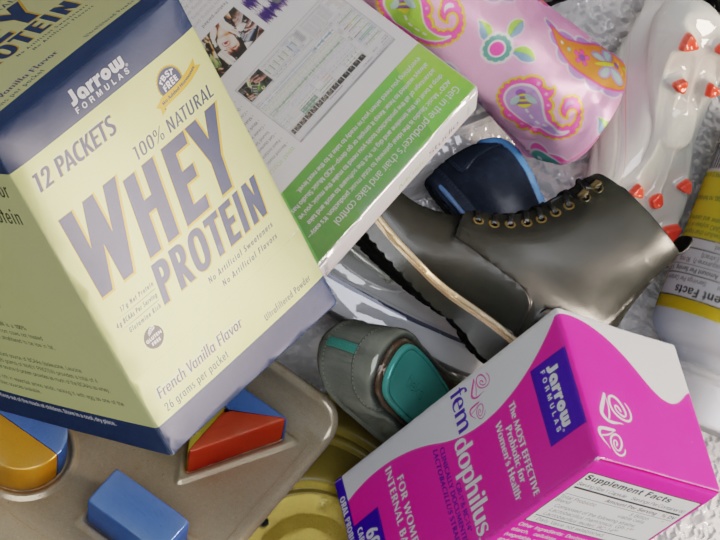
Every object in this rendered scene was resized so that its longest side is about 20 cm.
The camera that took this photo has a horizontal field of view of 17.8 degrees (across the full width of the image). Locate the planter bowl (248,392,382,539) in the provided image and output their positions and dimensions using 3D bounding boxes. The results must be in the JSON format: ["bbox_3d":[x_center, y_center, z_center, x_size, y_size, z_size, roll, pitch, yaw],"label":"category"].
[{"bbox_3d":[-0.038,0.174,1.399,0.200,0.083,0.201,0,90,-10],"label":"planter bowl"}]

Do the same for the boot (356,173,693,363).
[{"bbox_3d":[0.084,-0.030,1.353,0.200,0.077,0.138,43,88,-16],"label":"boot"}]

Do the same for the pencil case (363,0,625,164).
[{"bbox_3d":[0.066,-0.147,1.374,0.200,0.087,0.087,36,85,-21],"label":"pencil case"}]

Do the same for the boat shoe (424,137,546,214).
[{"bbox_3d":[0.101,0.018,1.431,0.069,0.084,0.200,-25,79,-9],"label":"boat shoe"}]

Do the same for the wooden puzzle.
[{"bbox_3d":[-0.140,0.100,1.340,0.185,0.046,0.200,34,64,13],"label":"wooden puzzle"}]

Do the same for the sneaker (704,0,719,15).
[{"bbox_3d":[0.254,-0.211,1.445,0.089,0.079,0.200,-4,91,-7],"label":"sneaker"}]

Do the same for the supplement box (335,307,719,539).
[{"bbox_3d":[0.091,0.123,1.303,0.103,0.200,0.101,19,44,-38],"label":"supplement box"}]

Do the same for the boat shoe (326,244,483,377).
[{"bbox_3d":[0.000,0.000,1.412,0.200,0.072,0.066,28,85,-4],"label":"boat shoe"}]

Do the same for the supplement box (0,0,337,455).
[{"bbox_3d":[-0.156,-0.031,1.234,0.134,0.200,0.200,-43,120,-29],"label":"supplement box"}]

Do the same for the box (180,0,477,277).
[{"bbox_3d":[-0.054,-0.105,1.307,0.200,0.036,0.144,39,76,14],"label":"box"}]

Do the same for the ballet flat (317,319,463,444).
[{"bbox_3d":[0.035,0.087,1.398,0.067,0.064,0.200,-61,142,-17],"label":"ballet flat"}]

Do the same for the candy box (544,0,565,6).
[{"bbox_3d":[0.076,-0.284,1.416,0.200,0.072,0.168,28,86,-9],"label":"candy box"}]

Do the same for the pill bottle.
[{"bbox_3d":[0.250,0.006,1.430,0.114,0.114,0.200,22,88,-9],"label":"pill bottle"}]

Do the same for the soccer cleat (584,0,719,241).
[{"bbox_3d":[0.175,-0.079,1.444,0.069,0.078,0.200,10,109,-29],"label":"soccer cleat"}]
